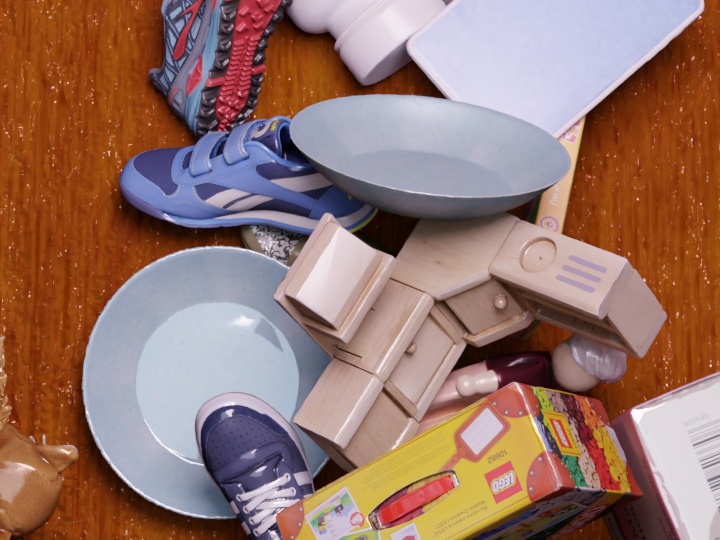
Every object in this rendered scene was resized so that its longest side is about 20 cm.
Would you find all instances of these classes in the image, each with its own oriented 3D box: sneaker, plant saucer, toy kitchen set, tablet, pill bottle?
[{"bbox_3d":[0.000,0.000,1.708,0.199,0.089,0.077,31,78,2],"label":"sneaker"},{"bbox_3d":[-0.085,-0.079,1.690,0.199,0.083,0.074,2,38,12],"label":"sneaker"},{"bbox_3d":[-0.056,0.186,1.608,0.070,0.109,0.201,-23,119,3],"label":"sneaker"},{"bbox_3d":[0.047,-0.073,1.591,0.200,0.201,0.039,5,113,-4],"label":"plant saucer"},{"bbox_3d":[0.062,0.046,1.546,0.180,0.163,0.201,22,73,39],"label":"toy kitchen set"},{"bbox_3d":[-0.113,-0.200,1.703,0.095,0.201,0.079,38,32,27],"label":"sneaker"},{"bbox_3d":[0.147,-0.183,1.697,0.200,0.014,0.130,-41,85,-9],"label":"tablet"},{"bbox_3d":[-0.107,0.084,1.694,0.200,0.039,0.202,0,84,-5],"label":"plant saucer"},{"bbox_3d":[-0.023,-0.247,1.742,0.114,0.114,0.200,-35,84,-11],"label":"pill bottle"}]

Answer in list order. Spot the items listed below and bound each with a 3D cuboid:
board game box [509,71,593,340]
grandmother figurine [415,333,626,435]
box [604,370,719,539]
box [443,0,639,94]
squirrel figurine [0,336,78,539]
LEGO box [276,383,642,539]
[{"bbox_3d":[0.143,-0.053,1.727,0.030,0.096,0.201,15,78,-1],"label":"board game box"},{"bbox_3d":[0.101,0.085,1.684,0.199,0.121,0.061,-16,98,13],"label":"grandmother figurine"},{"bbox_3d":[0.244,0.153,1.641,0.108,0.200,0.128,-20,81,-9],"label":"box"},{"bbox_3d":[0.123,-0.236,1.762,0.124,0.098,0.201,-31,84,-10],"label":"box"},{"bbox_3d":[-0.297,0.111,1.605,0.186,0.200,0.142,41,73,13],"label":"squirrel figurine"},{"bbox_3d":[0.069,0.159,1.541,0.199,0.149,0.077,-31,70,22],"label":"LEGO box"}]
